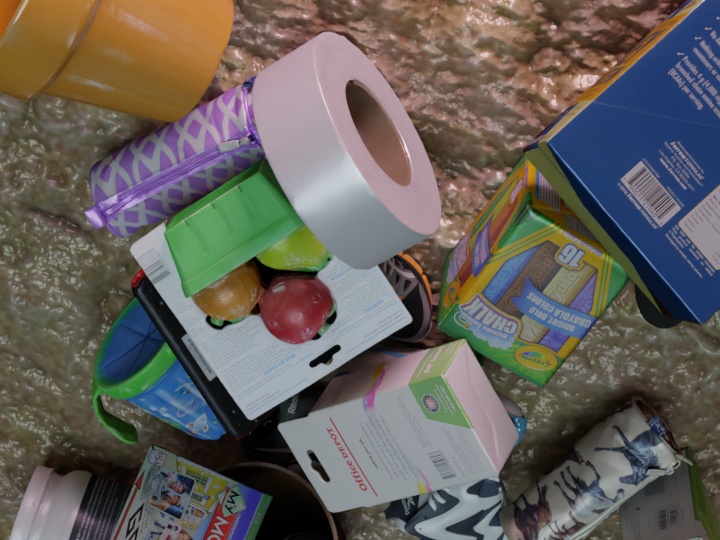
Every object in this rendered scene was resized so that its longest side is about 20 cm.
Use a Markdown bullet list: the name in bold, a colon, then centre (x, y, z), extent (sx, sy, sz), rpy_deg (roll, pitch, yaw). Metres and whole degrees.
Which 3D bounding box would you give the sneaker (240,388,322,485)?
- **sneaker**: centre (-0.041, 0.156, 1.645), extent (0.198, 0.067, 0.091), rpy_deg (-20, 119, 20)

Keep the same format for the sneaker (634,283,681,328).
- **sneaker**: centre (0.310, -0.016, 1.488), extent (0.073, 0.089, 0.201), rpy_deg (16, 123, -5)

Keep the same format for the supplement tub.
- **supplement tub**: centre (-0.269, 0.297, 1.713), extent (0.198, 0.141, 0.141), rpy_deg (18, 122, -4)

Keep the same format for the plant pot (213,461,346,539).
- **plant pot**: centre (-0.083, 0.307, 1.660), extent (0.185, 0.189, 0.200), rpy_deg (-11, 162, 13)

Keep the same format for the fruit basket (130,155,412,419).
- **fruit basket**: centre (-0.080, 0.009, 1.455), extent (0.184, 0.094, 0.201), rpy_deg (-32, 109, 10)

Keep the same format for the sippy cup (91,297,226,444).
- **sippy cup**: centre (-0.174, 0.097, 1.596), extent (0.177, 0.141, 0.130), rpy_deg (-18, 130, 43)

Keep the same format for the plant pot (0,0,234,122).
- **plant pot**: centre (-0.216, -0.220, 1.379), extent (0.182, 0.201, 0.201), rpy_deg (24, 122, -26)

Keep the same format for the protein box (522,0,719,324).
- **protein box**: centre (0.280, -0.097, 1.344), extent (0.200, 0.135, 0.199), rpy_deg (-42, 93, -1)

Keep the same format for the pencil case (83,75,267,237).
- **pencil case**: centre (-0.160, -0.101, 1.494), extent (0.199, 0.086, 0.084), rpy_deg (-26, 116, 21)

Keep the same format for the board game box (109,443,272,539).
- **board game box**: centre (-0.185, 0.289, 1.572), extent (0.134, 0.029, 0.202), rpy_deg (20, 82, 21)

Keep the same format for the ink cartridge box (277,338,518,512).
- **ink cartridge box**: centre (0.033, 0.150, 1.511), extent (0.199, 0.067, 0.118), rpy_deg (-18, 111, 33)

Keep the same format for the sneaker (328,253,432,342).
- **sneaker**: centre (0.000, 0.000, 1.541), extent (0.078, 0.077, 0.200), rpy_deg (-31, 114, 21)

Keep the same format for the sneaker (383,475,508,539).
- **sneaker**: centre (0.082, 0.221, 1.661), extent (0.128, 0.080, 0.200), rpy_deg (-12, 129, 4)

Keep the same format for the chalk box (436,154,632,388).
- **chalk box**: centre (0.151, 0.012, 1.502), extent (0.123, 0.125, 0.201), rpy_deg (30, 119, -12)

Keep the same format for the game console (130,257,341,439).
- **game console**: centre (-0.107, 0.035, 1.540), extent (0.177, 0.031, 0.201), rpy_deg (-40, 116, -18)

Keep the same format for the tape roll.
- **tape roll**: centre (-0.010, -0.105, 1.406), extent (0.070, 0.203, 0.203), rpy_deg (-28, 114, 22)

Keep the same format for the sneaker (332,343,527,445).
- **sneaker**: centre (0.075, 0.118, 1.567), extent (0.198, 0.081, 0.077), rpy_deg (16, 126, 25)

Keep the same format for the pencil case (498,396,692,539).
- **pencil case**: centre (0.230, 0.218, 1.603), extent (0.200, 0.090, 0.078), rpy_deg (-42, 132, 5)

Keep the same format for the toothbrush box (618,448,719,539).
- **toothbrush box**: centre (0.336, 0.311, 1.646), extent (0.085, 0.146, 0.201), rpy_deg (-17, 117, 16)
